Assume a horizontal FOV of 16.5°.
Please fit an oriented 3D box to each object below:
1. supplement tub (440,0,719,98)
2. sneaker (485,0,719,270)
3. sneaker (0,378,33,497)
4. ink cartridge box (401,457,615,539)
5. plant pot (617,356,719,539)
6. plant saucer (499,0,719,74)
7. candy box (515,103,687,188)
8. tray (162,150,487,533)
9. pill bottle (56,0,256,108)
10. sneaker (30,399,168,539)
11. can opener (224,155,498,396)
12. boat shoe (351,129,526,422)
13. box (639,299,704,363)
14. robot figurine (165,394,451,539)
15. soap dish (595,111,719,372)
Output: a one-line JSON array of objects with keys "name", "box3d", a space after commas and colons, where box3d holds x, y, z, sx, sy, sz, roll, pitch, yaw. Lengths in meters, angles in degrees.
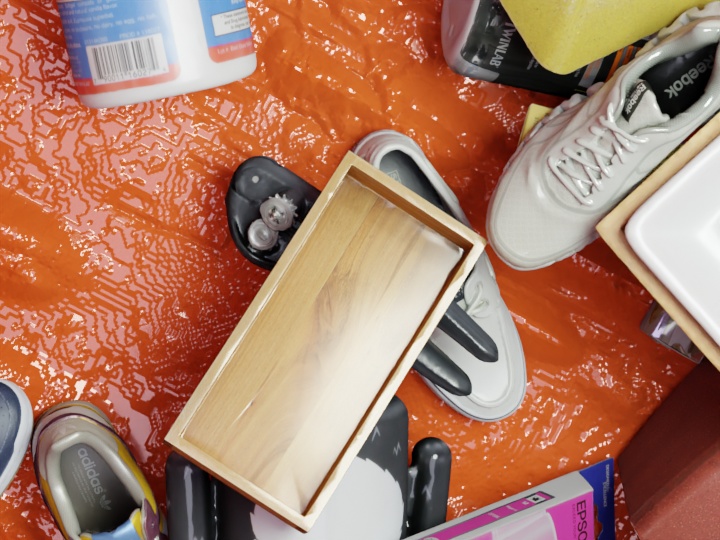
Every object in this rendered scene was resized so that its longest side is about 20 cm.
[{"name": "supplement tub", "box3d": [0.157, -0.160, 1.517, 0.199, 0.123, 0.123, 11, 96, -10]}, {"name": "sneaker", "box3d": [0.145, -0.077, 1.417, 0.200, 0.081, 0.075, -45, 86, 14]}, {"name": "sneaker", "box3d": [-0.289, 0.133, 1.492, 0.200, 0.109, 0.070, -41, 69, 0]}, {"name": "ink cartridge box", "box3d": [0.096, 0.190, 1.545, 0.200, 0.037, 0.095, -18, 114, -38]}, {"name": "plant pot", "box3d": [0.270, 0.144, 1.545, 0.176, 0.200, 0.200, -33, 101, 9]}, {"name": "plant saucer", "box3d": [0.146, -0.240, 1.452, 0.199, 0.048, 0.200, -26, 76, -21]}, {"name": "candy box", "box3d": [0.196, -0.049, 1.512, 0.199, 0.117, 0.057, 16, 92, 7]}, {"name": "tray", "box3d": [-0.020, 0.042, 1.452, 0.098, 0.037, 0.200, 33, 79, -1]}, {"name": "pill bottle", "box3d": [-0.133, -0.204, 1.476, 0.112, 0.112, 0.201, -12, 99, -6]}, {"name": "sneaker", "box3d": [-0.145, 0.177, 1.534, 0.075, 0.090, 0.200, -32, 100, -3]}, {"name": "can opener", "box3d": [0.000, 0.000, 1.508, 0.200, 0.079, 0.064, 35, 109, 12]}, {"name": "boat shoe", "box3d": [0.052, 0.006, 1.552, 0.072, 0.066, 0.201, -21, 100, -5]}, {"name": "box", "box3d": [0.245, -0.037, 1.587, 0.039, 0.041, 0.200, 29, 93, -10]}, {"name": "robot figurine", "box3d": [-0.031, 0.138, 1.526, 0.150, 0.125, 0.201, 4, 98, 19]}, {"name": "soap dish", "box3d": [0.257, -0.032, 1.403, 0.200, 0.081, 0.157, -42, 86, 5]}]
